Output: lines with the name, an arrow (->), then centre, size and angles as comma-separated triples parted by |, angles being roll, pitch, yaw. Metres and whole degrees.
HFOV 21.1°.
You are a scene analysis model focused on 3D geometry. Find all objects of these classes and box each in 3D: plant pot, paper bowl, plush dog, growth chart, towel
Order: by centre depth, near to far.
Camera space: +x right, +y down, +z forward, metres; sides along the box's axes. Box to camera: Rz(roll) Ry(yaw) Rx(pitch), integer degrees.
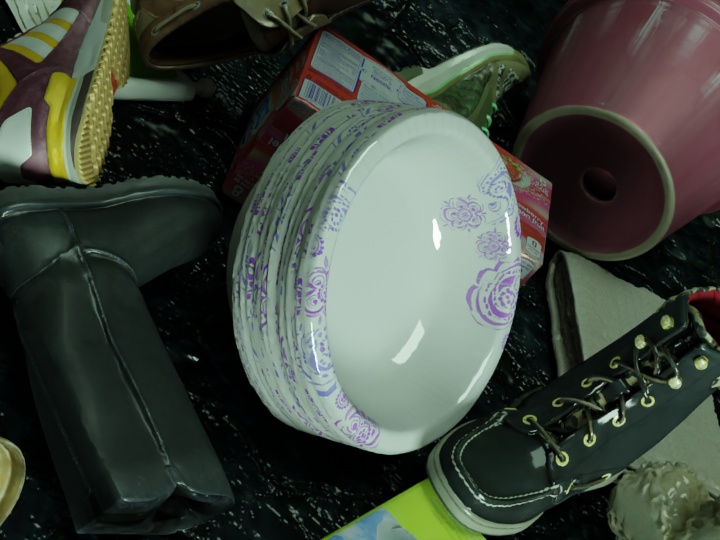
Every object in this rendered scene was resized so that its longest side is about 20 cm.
paper bowl -> 0.000, 0.000, 1.139 | 0.104, 0.203, 0.200 | 11, 13, 40
plush dog -> 0.268, 0.192, 1.196 | 0.171, 0.200, 0.162 | 17, 61, -29
growth chart -> -0.187, -0.187, 1.276 | 0.144, 0.018, 0.201 | -16, 68, -50
towel -> 0.195, 0.082, 1.354 | 0.132, 0.034, 0.201 | 26, 38, -24
plant pot -> 0.203, -0.107, 1.426 | 0.200, 0.200, 0.179 | 43, 44, 0

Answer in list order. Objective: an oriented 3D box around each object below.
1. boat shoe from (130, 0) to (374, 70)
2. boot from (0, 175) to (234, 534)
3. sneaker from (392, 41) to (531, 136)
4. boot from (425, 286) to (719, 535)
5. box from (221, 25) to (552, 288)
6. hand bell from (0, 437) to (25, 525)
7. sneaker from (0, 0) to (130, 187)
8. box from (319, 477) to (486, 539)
boat shoe -> -0.054, -0.170, 1.236 | 0.076, 0.198, 0.072 | 55, 27, -48
boot -> -0.114, 0.046, 1.064 | 0.164, 0.066, 0.201 | -6, 55, -37
sneaker -> 0.065, -0.104, 1.402 | 0.199, 0.077, 0.089 | -23, 83, -47
boot -> 0.140, 0.078, 1.145 | 0.203, 0.154, 0.074 | -10, 60, -52
box -> 0.021, -0.054, 1.270 | 0.199, 0.096, 0.100 | 33, 35, -13
hand bell -> -0.260, 0.053, 0.924 | 0.200, 0.105, 0.104 | 44, 33, 25
sneaker -> -0.189, -0.124, 1.151 | 0.089, 0.075, 0.201 | 2, 36, 1
box -> 0.012, 0.198, 1.047 | 0.122, 0.048, 0.199 | 51, 35, 12
